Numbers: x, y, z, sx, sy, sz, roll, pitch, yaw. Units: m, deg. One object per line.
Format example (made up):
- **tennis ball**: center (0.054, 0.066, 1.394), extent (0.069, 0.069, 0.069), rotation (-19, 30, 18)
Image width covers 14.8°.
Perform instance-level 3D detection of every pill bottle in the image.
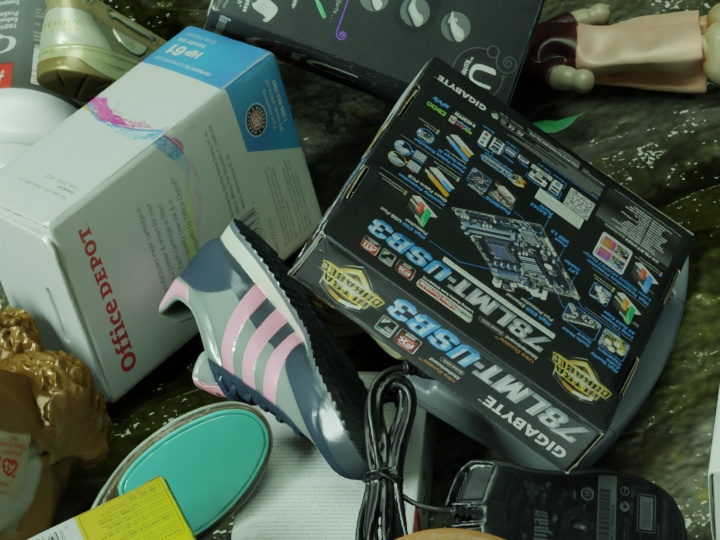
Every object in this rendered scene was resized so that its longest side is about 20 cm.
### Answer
- **pill bottle**: center (-0.228, -0.102, 1.866), extent (0.115, 0.116, 0.200), rotation (-6, 44, 3)

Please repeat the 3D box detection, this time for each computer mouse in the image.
- **computer mouse**: center (0.087, 0.120, 1.594), extent (0.199, 0.046, 0.141), rotation (3, 70, -16)

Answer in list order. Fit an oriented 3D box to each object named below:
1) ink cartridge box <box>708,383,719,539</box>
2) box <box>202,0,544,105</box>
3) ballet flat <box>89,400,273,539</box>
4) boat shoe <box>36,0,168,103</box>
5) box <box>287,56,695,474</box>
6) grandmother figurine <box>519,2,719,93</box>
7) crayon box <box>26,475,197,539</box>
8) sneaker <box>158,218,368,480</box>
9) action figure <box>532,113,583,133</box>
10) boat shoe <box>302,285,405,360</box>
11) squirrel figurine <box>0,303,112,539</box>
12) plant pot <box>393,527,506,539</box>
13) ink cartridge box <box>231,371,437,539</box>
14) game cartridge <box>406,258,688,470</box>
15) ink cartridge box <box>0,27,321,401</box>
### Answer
- **ink cartridge box**: center (0.286, 0.077, 1.626), extent (0.144, 0.085, 0.200), rotation (3, 44, 13)
- **box**: center (0.009, -0.174, 1.796), extent (0.199, 0.122, 0.106), rotation (20, 86, -4)
- **ballet flat**: center (-0.133, 0.151, 1.607), extent (0.067, 0.064, 0.200), rotation (46, 76, -7)
- **boat shoe**: center (-0.139, -0.135, 1.839), extent (0.073, 0.200, 0.063), rotation (-8, 76, 36)
- **box**: center (0.081, -0.008, 1.617), extent (0.200, 0.050, 0.199), rotation (34, 43, -3)
- **grandmother figurine**: center (0.148, -0.147, 1.900), extent (0.199, 0.061, 0.121), rotation (-2, 17, 11)
- **crayon box**: center (-0.130, 0.195, 1.463), extent (0.127, 0.051, 0.200), rotation (-25, 26, -6)
- **sneaker**: center (-0.052, 0.063, 1.650), extent (0.082, 0.070, 0.200), rotation (-40, 51, 10)
- **action figure**: center (0.053, -0.057, 1.748), extent (0.118, 0.055, 0.200), rotation (-26, -4, 32)
- **boat shoe**: center (0.000, 0.000, 1.705), extent (0.074, 0.066, 0.200), rotation (-44, 19, -12)
- **squirrel figurine**: center (-0.258, 0.102, 1.653), extent (0.186, 0.142, 0.200), rotation (2, 30, 42)
- **plant pot**: center (0.038, 0.219, 1.431), extent (0.199, 0.140, 0.201), rotation (4, 63, -8)
- **ink cartridge box**: center (-0.017, 0.148, 1.628), extent (0.109, 0.050, 0.200), rotation (0, 46, 8)
- **game cartridge**: center (0.121, 0.038, 1.693), extent (0.133, 0.042, 0.200), rotation (33, 51, 1)
- **ink cartridge box**: center (-0.132, -0.036, 1.746), extent (0.084, 0.145, 0.200), rotation (21, 50, 39)
